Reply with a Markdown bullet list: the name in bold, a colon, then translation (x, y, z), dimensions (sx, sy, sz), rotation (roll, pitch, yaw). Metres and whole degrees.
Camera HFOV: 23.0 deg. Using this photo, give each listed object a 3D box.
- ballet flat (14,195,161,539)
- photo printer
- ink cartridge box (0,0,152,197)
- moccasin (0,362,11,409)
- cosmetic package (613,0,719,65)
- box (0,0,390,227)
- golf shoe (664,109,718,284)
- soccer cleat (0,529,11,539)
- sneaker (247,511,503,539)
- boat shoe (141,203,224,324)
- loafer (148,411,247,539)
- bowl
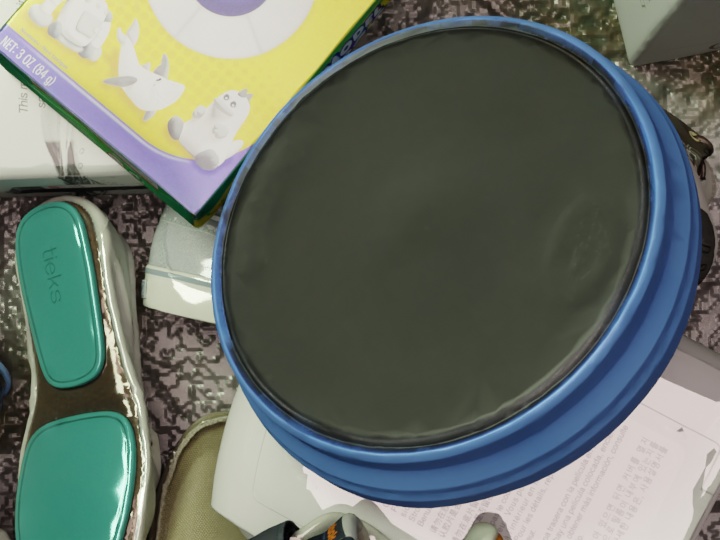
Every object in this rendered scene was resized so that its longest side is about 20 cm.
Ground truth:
- **ballet flat**: translation (-0.119, 0.065, 0.806), dimensions (0.069, 0.069, 0.201), rotation (-5, 75, -3)
- **photo printer**: translation (0.047, 0.074, 0.745), dimensions (0.199, 0.069, 0.167), rotation (27, 88, 7)
- **ink cartridge box**: translation (-0.117, -0.110, 0.821), dimensions (0.199, 0.084, 0.145), rotation (-2, 85, -4)
- **moccasin**: translation (-0.190, 0.060, 0.790), dimensions (0.068, 0.081, 0.201), rotation (-4, 63, 3)
- **cosmetic package**: translation (0.196, -0.207, 0.785), dimensions (0.167, 0.200, 0.167), rotation (-13, 84, -3)
- **box**: translation (-0.049, -0.132, 0.763), dimensions (0.117, 0.048, 0.200), rotation (39, 81, 0)
- **golf shoe**: translation (0.126, -0.042, 0.774), dimensions (0.094, 0.200, 0.078), rotation (6, 111, -17)
- **soccer cleat**: translation (-0.150, 0.170, 0.795), dimensions (0.199, 0.070, 0.087), rotation (23, 97, 2)
- **sneaker**: translation (-0.034, 0.136, 0.683), dimensions (0.199, 0.078, 0.080), rotation (-5, 100, 0)
- **boat shoe**: translation (0.000, 0.000, 0.822), dimensions (0.200, 0.070, 0.072), rotation (9, 90, 2)
- **loafer**: translation (-0.056, 0.149, 0.778), dimensions (0.075, 0.068, 0.201), rotation (10, 59, -14)
- **bowl**: translation (0.031, -0.010, 0.689), dimensions (0.200, 0.039, 0.201), rotation (-11, 61, 22)
